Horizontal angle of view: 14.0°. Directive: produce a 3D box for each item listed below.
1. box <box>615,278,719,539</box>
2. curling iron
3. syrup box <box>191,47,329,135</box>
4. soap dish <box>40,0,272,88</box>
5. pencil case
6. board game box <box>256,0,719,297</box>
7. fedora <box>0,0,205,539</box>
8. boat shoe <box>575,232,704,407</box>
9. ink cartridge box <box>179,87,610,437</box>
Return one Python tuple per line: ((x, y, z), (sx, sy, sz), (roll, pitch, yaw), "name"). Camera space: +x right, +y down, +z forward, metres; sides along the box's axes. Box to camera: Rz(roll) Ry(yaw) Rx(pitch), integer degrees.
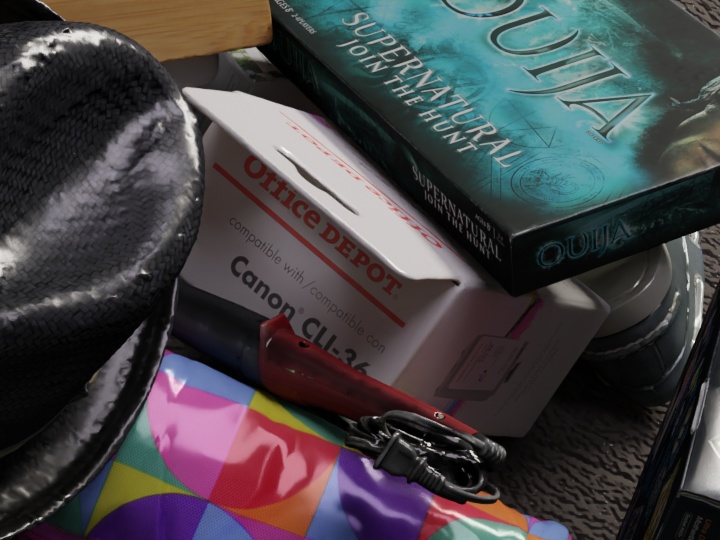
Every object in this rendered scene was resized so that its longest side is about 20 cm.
((0.104, 0.102, 0.948), (0.046, 0.200, 0.159), (20, 35, 3), "box")
((-0.029, 0.028, 0.982), (0.200, 0.026, 0.050), (29, 4, 38), "curling iron")
((-0.079, -0.113, 1.221), (0.079, 0.082, 0.200), (-10, 47, -40), "syrup box")
((-0.144, -0.123, 1.061), (0.157, 0.081, 0.200), (33, 27, 28), "soap dish")
((-0.024, 0.090, 0.994), (0.200, 0.089, 0.088), (24, 36, 2), "pencil case")
((0.063, -0.069, 1.079), (0.135, 0.028, 0.200), (-20, 38, -21), "board game box")
((-0.113, -0.015, 0.892), (0.200, 0.092, 0.201), (16, 64, -37), "fedora")
((0.108, -0.015, 1.236), (0.062, 0.073, 0.200), (58, 16, -27), "boat shoe")
((0.000, 0.000, 1.065), (0.116, 0.068, 0.200), (39, 11, 22), "ink cartridge box")
